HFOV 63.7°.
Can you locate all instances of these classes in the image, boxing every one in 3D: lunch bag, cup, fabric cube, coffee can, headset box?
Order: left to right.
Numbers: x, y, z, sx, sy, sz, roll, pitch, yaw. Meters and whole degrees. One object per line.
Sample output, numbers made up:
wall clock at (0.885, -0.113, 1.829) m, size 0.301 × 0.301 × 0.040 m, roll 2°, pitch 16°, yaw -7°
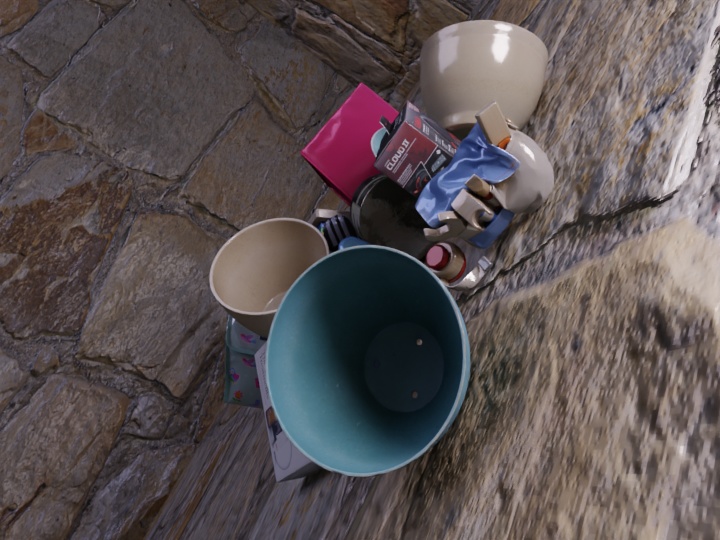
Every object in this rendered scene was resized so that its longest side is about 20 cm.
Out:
lunch bag at (-0.164, 0.150, 1.084) m, size 0.122 × 0.166 × 0.205 m, roll -66°, pitch -17°, yaw -72°
cup at (-0.135, 0.034, 0.972) m, size 0.145 × 0.196 × 0.202 m, roll 76°, pitch -147°, yaw -49°
fabric cube at (0.024, -0.237, 1.272) m, size 0.200 × 0.196 × 0.200 m, roll -48°, pitch -21°, yaw 0°
coffee can at (0.059, -0.100, 1.049) m, size 0.148 × 0.145 × 0.200 m, roll -55°, pitch 10°, yaw 5°
headset box at (0.104, -0.145, 0.798) m, size 0.075 × 0.198 × 0.149 m, roll -52°, pitch 10°, yaw 24°

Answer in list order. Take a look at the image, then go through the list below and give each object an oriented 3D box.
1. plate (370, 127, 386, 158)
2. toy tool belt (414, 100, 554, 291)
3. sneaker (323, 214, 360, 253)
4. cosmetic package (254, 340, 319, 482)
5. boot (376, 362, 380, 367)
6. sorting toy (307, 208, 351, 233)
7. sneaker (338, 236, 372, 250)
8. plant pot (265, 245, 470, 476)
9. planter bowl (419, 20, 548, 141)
plate at (0.111, -0.186, 0.964) m, size 0.202 × 0.196 × 0.026 m, roll -68°, pitch -7°, yaw -50°
toy tool belt at (0.118, -0.084, 0.665) m, size 0.201 × 0.122 × 0.125 m, roll -53°, pitch 44°, yaw 17°
sneaker at (0.000, 0.000, 0.988) m, size 0.073 × 0.204 × 0.088 m, roll -18°, pitch 5°, yaw 9°
cosmetic package at (-0.095, 0.189, 0.853) m, size 0.151 × 0.051 × 0.204 m, roll -44°, pitch 54°, yaw 47°
boot at (-0.011, 0.065, 0.808) m, size 0.072 × 0.092 × 0.200 m, roll -26°, pitch 35°, yaw -13°
sorting toy at (-0.025, -0.058, 1.262) m, size 0.200 × 0.194 × 0.071 m, roll 140°, pitch 131°, yaw -66°
sneaker at (0.028, -0.007, 0.836) m, size 0.077 × 0.091 × 0.200 m, roll -30°, pitch 40°, yaw -18°
plant pot at (0.023, 0.092, 0.577) m, size 0.202 × 0.199 × 0.134 m, roll -56°, pitch -27°, yaw 2°
planter bowl at (0.182, -0.260, 0.886) m, size 0.200 × 0.196 × 0.138 m, roll 152°, pitch 126°, yaw -71°
